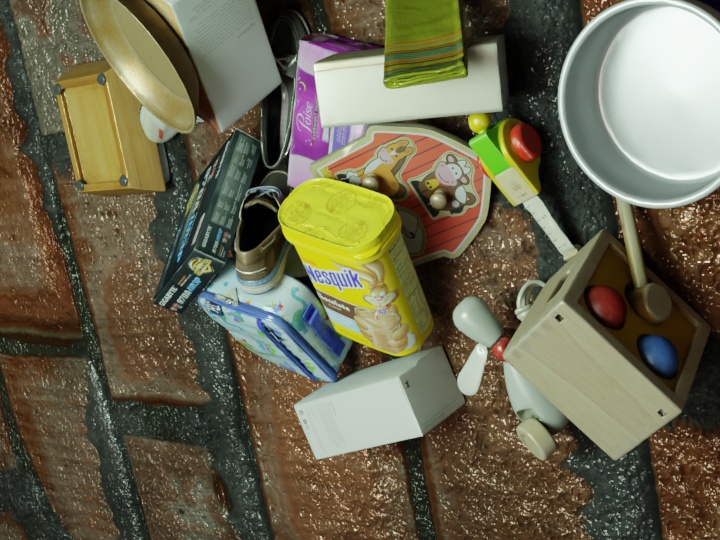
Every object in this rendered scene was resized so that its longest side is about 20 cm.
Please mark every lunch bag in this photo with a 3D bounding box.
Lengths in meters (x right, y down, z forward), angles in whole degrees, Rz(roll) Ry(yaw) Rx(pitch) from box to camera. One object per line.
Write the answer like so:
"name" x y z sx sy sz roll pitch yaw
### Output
"lunch bag" -0.106 0.067 1.406 0.159 0.083 0.200 16 159 31

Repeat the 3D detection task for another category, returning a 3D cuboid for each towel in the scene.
"towel" 0.066 -0.257 1.124 0.085 0.202 0.018 -7 133 9

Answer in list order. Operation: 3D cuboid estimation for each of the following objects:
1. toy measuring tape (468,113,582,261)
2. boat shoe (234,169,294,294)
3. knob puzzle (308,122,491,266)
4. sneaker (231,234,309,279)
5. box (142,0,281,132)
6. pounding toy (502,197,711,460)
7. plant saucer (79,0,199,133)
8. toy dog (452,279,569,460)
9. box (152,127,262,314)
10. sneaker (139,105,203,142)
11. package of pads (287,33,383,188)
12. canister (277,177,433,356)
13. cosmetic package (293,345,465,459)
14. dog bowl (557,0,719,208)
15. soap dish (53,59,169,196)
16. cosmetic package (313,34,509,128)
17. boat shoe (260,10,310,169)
"toy measuring tape" 0.188 -0.103 1.188 0.073 0.074 0.200 -27 111 42
"boat shoe" -0.113 -0.066 1.340 0.071 0.202 0.073 -2 135 8
"knob puzzle" 0.063 -0.086 1.250 0.216 0.031 0.222 8 128 10
"sneaker" -0.106 -0.047 1.426 0.198 0.070 0.095 6 114 42
"box" -0.200 -0.294 1.282 0.152 0.106 0.201 34 156 33
"pounding toy" 0.263 0.041 1.103 0.184 0.200 0.142 42 130 1
"plant saucer" -0.247 -0.251 1.247 0.200 0.035 0.201 42 160 19
"toy dog" 0.180 0.119 1.246 0.096 0.130 0.202 142 108 -74
"box" -0.199 -0.063 1.405 0.046 0.202 0.159 25 145 -18
"sneaker" -0.234 -0.225 1.474 0.200 0.070 0.094 -46 70 38
"package of pads" -0.024 -0.179 1.311 0.119 0.075 0.203 22 121 27
"canister" 0.000 0.000 1.274 0.147 0.087 0.201 19 148 35
"cosmetic package" 0.022 0.172 1.390 0.199 0.107 0.086 -19 95 44
"dog bowl" 0.297 -0.167 1.044 0.198 0.078 0.203 16 116 35
"soap dish" -0.370 -0.208 1.590 0.156 0.081 0.203 1 106 40
"cosmetic package" 0.058 -0.205 1.164 0.197 0.104 0.074 -5 106 13
"boat shoe" -0.096 -0.225 1.367 0.066 0.057 0.203 17 117 35
